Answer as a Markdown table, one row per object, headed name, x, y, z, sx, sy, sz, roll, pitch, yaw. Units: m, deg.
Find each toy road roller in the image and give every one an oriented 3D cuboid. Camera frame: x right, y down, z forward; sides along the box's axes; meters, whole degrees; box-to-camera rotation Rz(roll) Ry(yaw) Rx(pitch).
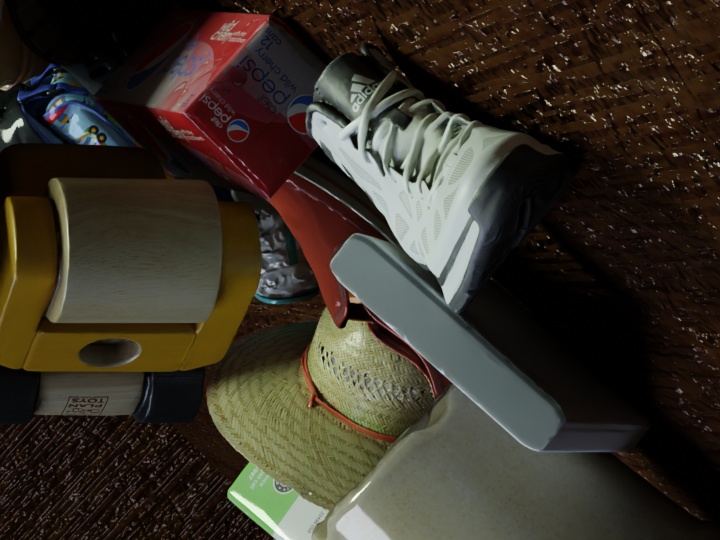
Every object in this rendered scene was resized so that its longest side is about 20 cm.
| name | x | y | z | sx | sy | sz | roll | pitch | yaw |
| --- | --- | --- | --- | --- | --- | --- | --- | --- | --- |
| toy road roller | -0.136 | -0.014 | 1.488 | 0.200 | 0.122 | 0.147 | 122 | 144 | -58 |

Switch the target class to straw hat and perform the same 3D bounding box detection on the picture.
| name | x | y | z | sx | sy | sz | roll | pitch | yaw |
| --- | --- | --- | --- | --- | --- | --- | --- | --- | --- |
| straw hat | 0.015 | 0.053 | 1.669 | 0.201 | 0.200 | 0.086 | 37 | 129 | 33 |

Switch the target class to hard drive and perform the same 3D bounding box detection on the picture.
| name | x | y | z | sx | sy | sz | roll | pitch | yaw |
| --- | --- | --- | --- | --- | --- | --- | --- | --- | --- |
| hard drive | 0.067 | 0.038 | 1.410 | 0.132 | 0.027 | 0.200 | 41 | -171 | 15 |

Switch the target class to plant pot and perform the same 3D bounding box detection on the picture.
| name | x | y | z | sx | sy | sz | roll | pitch | yaw |
| --- | --- | --- | --- | --- | --- | --- | --- | --- | --- |
| plant pot | 0.081 | 0.154 | 1.513 | 0.183 | 0.200 | 0.200 | 44 | 171 | 3 |

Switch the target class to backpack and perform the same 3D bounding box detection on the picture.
| name | x | y | z | sx | sy | sz | roll | pitch | yaw |
| --- | --- | --- | --- | --- | --- | --- | --- | --- | --- |
| backpack | -0.162 | -0.039 | 1.736 | 0.183 | 0.134 | 0.200 | 47 | -171 | -11 |

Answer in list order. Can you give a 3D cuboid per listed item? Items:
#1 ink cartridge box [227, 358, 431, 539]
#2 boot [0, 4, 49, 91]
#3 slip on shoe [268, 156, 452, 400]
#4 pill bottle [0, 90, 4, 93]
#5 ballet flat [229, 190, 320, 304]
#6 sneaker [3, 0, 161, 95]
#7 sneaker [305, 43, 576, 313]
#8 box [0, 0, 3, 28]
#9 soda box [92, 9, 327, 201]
| name | x | y | z | sx | sy | sz | roll | pitch | yaw |
| --- | --- | --- | --- | --- | --- | --- | --- | --- | --- |
| ink cartridge box | 0.042 | 0.143 | 1.768 | 0.200 | 0.146 | 0.084 | 37 | 179 | 33 |
| boot | -0.258 | -0.198 | 1.806 | 0.155 | 0.077 | 0.201 | 8 | -130 | -52 |
| slip on shoe | 0.000 | 0.000 | 1.600 | 0.200 | 0.061 | 0.074 | 44 | 173 | 9 |
| pill bottle | -0.205 | -0.083 | 1.940 | 0.200 | 0.113 | 0.113 | 34 | 167 | 44 |
| ballet flat | -0.070 | -0.027 | 1.818 | 0.072 | 0.072 | 0.200 | 47 | 168 | -22 |
| sneaker | -0.156 | -0.143 | 1.586 | 0.079 | 0.075 | 0.200 | 39 | 170 | 37 |
| sneaker | 0.022 | -0.045 | 1.253 | 0.115 | 0.076 | 0.201 | 41 | 173 | 2 |
| box | -0.211 | -0.044 | 1.488 | 0.041 | 0.201 | 0.156 | 7 | 148 | -9 |
| soda box | -0.073 | -0.087 | 1.487 | 0.063 | 0.070 | 0.200 | 45 | 171 | -16 |
